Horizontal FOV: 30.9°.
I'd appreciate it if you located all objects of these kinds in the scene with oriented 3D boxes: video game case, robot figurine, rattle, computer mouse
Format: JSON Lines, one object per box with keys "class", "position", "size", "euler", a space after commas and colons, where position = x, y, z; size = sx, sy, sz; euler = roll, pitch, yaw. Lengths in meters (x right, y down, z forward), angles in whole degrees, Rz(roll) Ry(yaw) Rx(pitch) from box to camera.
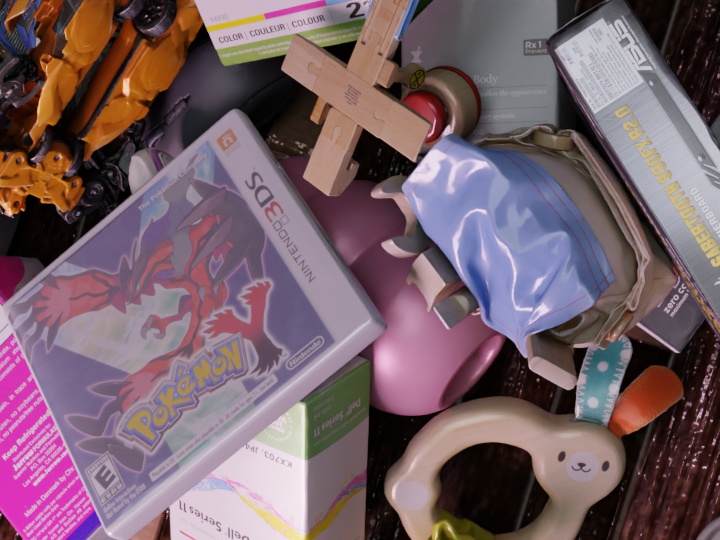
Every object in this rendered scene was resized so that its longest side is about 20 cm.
{"class": "video game case", "position": [-0.106, 0.027, 0.773], "size": [0.200, 0.023, 0.183], "euler": [-39, 58, 7]}
{"class": "robot figurine", "position": [-0.178, -0.124, 0.827], "size": [0.058, 0.145, 0.201], "euler": [39, 98, 36]}
{"class": "rattle", "position": [0.110, 0.134, 0.792], "size": [0.199, 0.143, 0.131], "euler": [-27, 90, 15]}
{"class": "computer mouse", "position": [-0.114, -0.079, 0.900], "size": [0.199, 0.046, 0.141], "euler": [-31, 82, 19]}

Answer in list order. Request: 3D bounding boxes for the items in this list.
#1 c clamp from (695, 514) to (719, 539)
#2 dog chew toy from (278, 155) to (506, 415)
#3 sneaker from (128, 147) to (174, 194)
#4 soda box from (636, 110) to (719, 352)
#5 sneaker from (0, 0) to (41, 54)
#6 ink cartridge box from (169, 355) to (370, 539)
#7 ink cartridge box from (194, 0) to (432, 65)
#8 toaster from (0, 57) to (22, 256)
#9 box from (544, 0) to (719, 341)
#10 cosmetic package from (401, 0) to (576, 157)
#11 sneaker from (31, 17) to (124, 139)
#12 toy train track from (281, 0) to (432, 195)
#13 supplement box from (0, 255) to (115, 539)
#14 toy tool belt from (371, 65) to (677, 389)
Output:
{"class": "c clamp", "position": [0.285, 0.229, 0.809], "size": [0.169, 0.027, 0.202], "euler": [9, 90, 14]}
{"class": "dog chew toy", "position": [0.000, 0.000, 0.845], "size": [0.200, 0.124, 0.125], "euler": [41, 98, 19]}
{"class": "sneaker", "position": [-0.128, 0.019, 0.875], "size": [0.099, 0.075, 0.202], "euler": [-14, 103, 16]}
{"class": "soda box", "position": [0.231, -0.048, 0.814], "size": [0.071, 0.063, 0.201], "euler": [36, 97, 13]}
{"class": "sneaker", "position": [-0.226, -0.244, 0.932], "size": [0.078, 0.075, 0.202], "euler": [8, 88, 17]}
{"class": "ink cartridge box", "position": [-0.060, 0.138, 0.825], "size": [0.116, 0.067, 0.202], "euler": [18, 121, 31]}
{"class": "ink cartridge box", "position": [-0.050, -0.238, 0.772], "size": [0.147, 0.076, 0.201], "euler": [-5, 121, 35]}
{"class": "toaster", "position": [-0.307, -0.070, 0.916], "size": [0.113, 0.129, 0.202], "euler": [20, 93, 13]}
{"class": "box", "position": [0.177, -0.041, 0.713], "size": [0.048, 0.158, 0.201], "euler": [-32, 81, 9]}
{"class": "cosmetic package", "position": [0.084, -0.175, 0.844], "size": [0.106, 0.090, 0.202], "euler": [-3, 90, 17]}
{"class": "sneaker", "position": [-0.159, -0.185, 0.893], "size": [0.085, 0.077, 0.202], "euler": [14, 84, 25]}
{"class": "toy train track", "position": [0.021, -0.135, 0.725], "size": [0.115, 0.032, 0.201], "euler": [38, 116, 32]}
{"class": "supplement box", "position": [-0.220, 0.093, 0.902], "size": [0.103, 0.101, 0.200], "euler": [-43, 78, 10]}
{"class": "toy tool belt", "position": [0.073, -0.029, 0.727], "size": [0.200, 0.123, 0.125], "euler": [47, 131, 12]}
